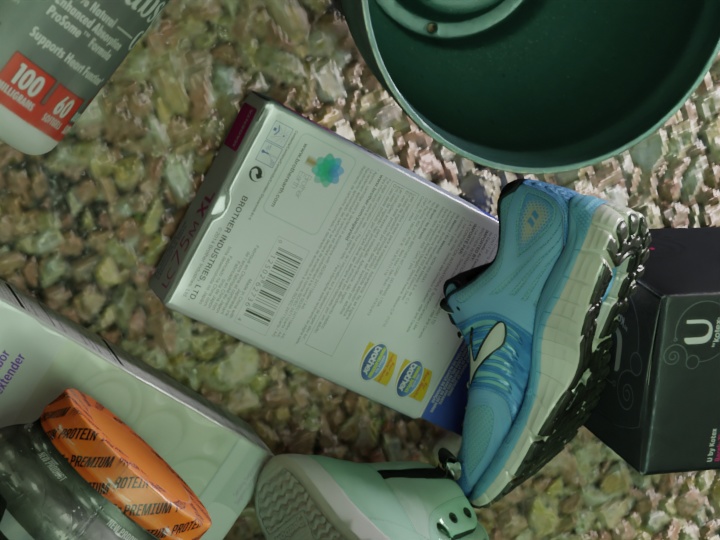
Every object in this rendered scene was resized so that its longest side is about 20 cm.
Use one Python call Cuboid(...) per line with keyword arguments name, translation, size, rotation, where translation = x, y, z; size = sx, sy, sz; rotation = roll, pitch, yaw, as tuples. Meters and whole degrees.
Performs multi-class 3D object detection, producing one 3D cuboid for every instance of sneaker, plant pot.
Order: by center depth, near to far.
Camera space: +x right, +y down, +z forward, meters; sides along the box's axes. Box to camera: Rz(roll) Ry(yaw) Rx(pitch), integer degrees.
Cuboid(name="plant pot", translation=(0.070, -0.161, 1.002), size=(0.200, 0.134, 0.201), rotation=(-6, 108, -20))
Cuboid(name="sneaker", translation=(0.043, 0.163, 1.022), size=(0.118, 0.201, 0.074), rotation=(1, 128, -40))
Cuboid(name="sneaker", translation=(0.084, 0.036, 1.069), size=(0.078, 0.090, 0.200), rotation=(-27, 142, -51))

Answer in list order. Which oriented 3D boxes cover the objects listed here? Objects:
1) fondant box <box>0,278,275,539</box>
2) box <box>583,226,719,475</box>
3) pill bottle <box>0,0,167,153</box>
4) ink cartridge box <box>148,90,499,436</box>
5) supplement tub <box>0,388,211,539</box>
Cuboid(name="fondant box", translation=(-0.166, 0.102, 1.038), size=(0.200, 0.058, 0.144), rotation=(33, 93, -26))
Cuboid(name="box", translation=(0.224, 0.039, 1.133), size=(0.199, 0.122, 0.106), rotation=(-3, 108, -21))
Cuboid(name="pill bottle", translation=(-0.131, -0.163, 0.924), size=(0.116, 0.116, 0.200), rotation=(37, 91, -27))
Cuboid(name="ink cartridge box", translation=(0.000, 0.000, 1.079), size=(0.200, 0.042, 0.120), rotation=(26, 96, -25))
Cuboid(name="supplement tub", translation=(-0.172, 0.160, 0.955), size=(0.200, 0.123, 0.123), rotation=(-46, 117, 1))
